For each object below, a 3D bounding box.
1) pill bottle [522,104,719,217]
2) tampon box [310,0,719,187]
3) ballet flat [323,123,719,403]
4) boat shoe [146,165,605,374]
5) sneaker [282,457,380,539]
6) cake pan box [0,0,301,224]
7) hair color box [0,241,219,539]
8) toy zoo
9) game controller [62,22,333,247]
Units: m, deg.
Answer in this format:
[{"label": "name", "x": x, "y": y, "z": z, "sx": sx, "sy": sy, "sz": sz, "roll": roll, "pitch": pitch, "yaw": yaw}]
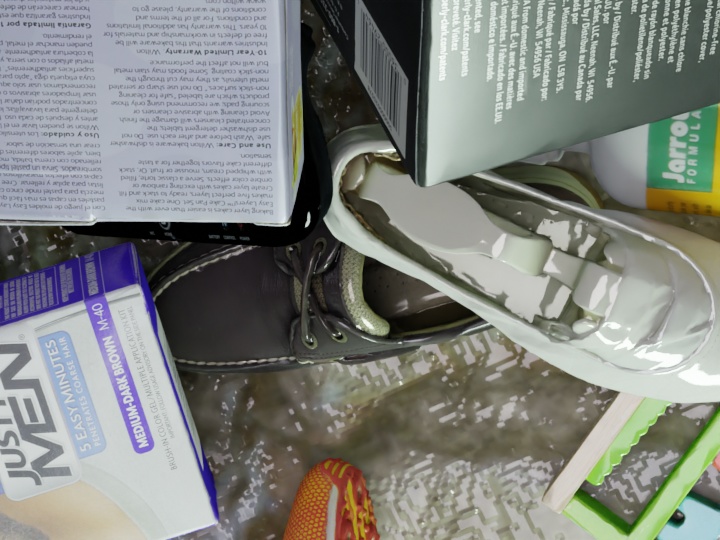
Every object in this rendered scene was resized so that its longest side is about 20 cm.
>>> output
[{"label": "pill bottle", "x": 0.151, "y": -0.075, "z": 1.138, "sx": 0.199, "sy": 0.113, "sz": 0.113, "roll": 7, "pitch": 101, "yaw": 8}, {"label": "tampon box", "x": 0.085, "y": -0.144, "z": 1.038, "sx": 0.199, "sy": 0.150, "sz": 0.126, "roll": -15, "pitch": 140, "yaw": -15}, {"label": "ballet flat", "x": 0.071, "y": 0.000, "z": 1.125, "sx": 0.199, "sy": 0.069, "sz": 0.070, "roll": 23, "pitch": 103, "yaw": 7}, {"label": "boat shoe", "x": 0.000, "y": 0.000, "z": 1.200, "sx": 0.199, "sy": 0.065, "sz": 0.073, "roll": -16, "pitch": 96, "yaw": 11}, {"label": "sneaker", "x": -0.037, "y": 0.174, "z": 1.236, "sx": 0.077, "sy": 0.073, "sz": 0.201, "roll": 14, "pitch": 99, "yaw": 17}, {"label": "cake pan box", "x": -0.121, "y": -0.104, "z": 1.015, "sx": 0.199, "sy": 0.052, "sz": 0.185, "roll": 0, "pitch": 121, "yaw": 5}, {"label": "hair color box", "x": -0.168, "y": 0.074, "z": 1.185, "sx": 0.199, "sy": 0.065, "sz": 0.110, "roll": -17, "pitch": 109, "yaw": 0}, {"label": "toy zoo", "x": 0.192, "y": 0.100, "z": 1.208, "sx": 0.200, "sy": 0.020, "sz": 0.131, "roll": 36, "pitch": 104, "yaw": 2}, {"label": "game controller", "x": -0.080, "y": -0.063, "z": 1.161, "sx": 0.200, "sy": 0.042, "sz": 0.105, "roll": 4, "pitch": 103, "yaw": 53}]
